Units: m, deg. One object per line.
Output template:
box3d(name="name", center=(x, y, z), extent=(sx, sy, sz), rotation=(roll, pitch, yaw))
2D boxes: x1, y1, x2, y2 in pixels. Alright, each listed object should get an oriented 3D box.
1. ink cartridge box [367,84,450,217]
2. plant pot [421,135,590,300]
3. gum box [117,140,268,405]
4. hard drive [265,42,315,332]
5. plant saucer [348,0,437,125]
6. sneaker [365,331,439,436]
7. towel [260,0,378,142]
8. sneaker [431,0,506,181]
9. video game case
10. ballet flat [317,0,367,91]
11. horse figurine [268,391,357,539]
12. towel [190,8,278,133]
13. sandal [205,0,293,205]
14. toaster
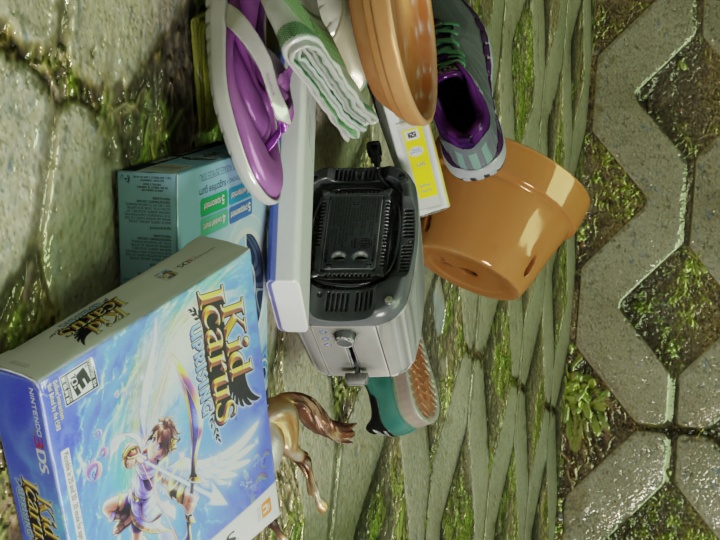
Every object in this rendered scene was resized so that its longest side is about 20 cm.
box3d(name="ink cartridge box", center=(0.025, -0.184, 1.292), extent=(0.200, 0.047, 0.198), rotation=(75, 0, -53))
box3d(name="plant pot", center=(0.154, -0.056, 1.676), extent=(0.140, 0.200, 0.200), rotation=(-65, 159, -14))
box3d(name="gum box", center=(-0.110, 0.020, 0.980), extent=(0.170, 0.044, 0.201), rotation=(-35, 127, -71))
box3d(name="hard drive", center=(-0.053, -0.066, 1.108), extent=(0.132, 0.025, 0.201), rotation=(87, 4, -72))
box3d(name="plant saucer", center=(0.024, -0.212, 1.112), extent=(0.200, 0.037, 0.201), rotation=(-6, 90, -78))
box3d(name="sneaker", center=(0.019, 0.070, 1.433), extent=(0.071, 0.080, 0.201), rotation=(21, 52, -51))
box3d(name="towel", center=(-0.050, -0.202, 0.996), extent=(0.200, 0.031, 0.149), rotation=(68, 8, 24))
box3d(name="sneaker", center=(0.082, -0.182, 1.239), extent=(0.088, 0.074, 0.201), rotation=(56, 16, -66))
box3d(name="video game case", center=(-0.125, 0.106, 0.848), extent=(0.181, 0.045, 0.201), rotation=(-37, 130, -47))
box3d(name="ballet flat", center=(-0.034, -0.236, 1.126), extent=(0.069, 0.069, 0.201), rotation=(25, 59, -73))
box3d(name="horse figurine", center=(-0.072, 0.156, 1.114), extent=(0.200, 0.050, 0.133), rotation=(-52, 126, -50))
box3d(name="towel", center=(-0.083, -0.172, 1.088), extent=(0.200, 0.018, 0.086), rotation=(-53, 142, -63))
box3d(name="sandal", center=(-0.071, -0.148, 0.986), extent=(0.082, 0.050, 0.203), rotation=(20, 59, -65))
box3d(name="toaster", center=(0.000, 0.000, 1.252), extent=(0.129, 0.113, 0.201), rotation=(78, 14, -54))
